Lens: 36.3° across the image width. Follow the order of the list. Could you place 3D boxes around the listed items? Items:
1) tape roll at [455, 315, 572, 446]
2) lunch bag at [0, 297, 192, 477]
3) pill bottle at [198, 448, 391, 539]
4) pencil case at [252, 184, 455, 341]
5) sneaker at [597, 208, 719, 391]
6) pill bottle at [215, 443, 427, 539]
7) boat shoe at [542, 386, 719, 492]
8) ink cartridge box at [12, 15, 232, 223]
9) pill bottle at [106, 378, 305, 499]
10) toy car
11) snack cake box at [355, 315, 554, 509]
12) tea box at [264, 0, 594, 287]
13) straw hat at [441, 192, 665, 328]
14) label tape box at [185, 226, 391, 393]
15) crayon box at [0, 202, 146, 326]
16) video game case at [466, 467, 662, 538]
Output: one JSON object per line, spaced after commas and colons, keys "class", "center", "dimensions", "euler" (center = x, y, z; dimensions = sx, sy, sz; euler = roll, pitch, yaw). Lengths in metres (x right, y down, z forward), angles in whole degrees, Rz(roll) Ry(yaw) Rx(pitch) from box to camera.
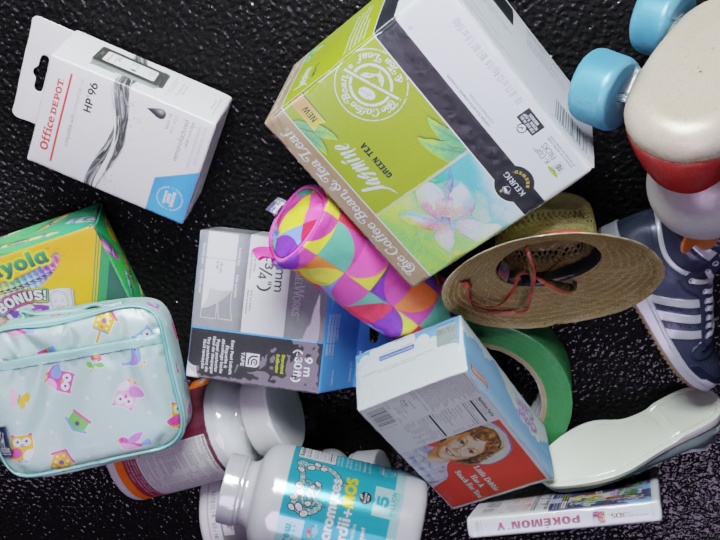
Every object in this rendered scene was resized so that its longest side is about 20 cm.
{"class": "tape roll", "center": [0.118, 0.123, 1.136], "dimensions": [0.198, 0.048, 0.202], "euler": [4, 122, 7]}
{"class": "lunch bag", "center": [-0.274, 0.109, 1.079], "dimensions": [0.198, 0.077, 0.162], "euler": [-11, 101, -2]}
{"class": "pill bottle", "center": [-0.067, 0.258, 1.210], "dimensions": [0.198, 0.114, 0.115], "euler": [-10, 119, 15]}
{"class": "pencil case", "center": [0.000, 0.000, 1.005], "dimensions": [0.088, 0.089, 0.199], "euler": [-37, 128, 27]}
{"class": "sneaker", "center": [0.316, 0.020, 1.028], "dimensions": [0.108, 0.070, 0.201], "euler": [-28, 110, 25]}
{"class": "pill bottle", "center": [-0.039, 0.236, 1.085], "dimensions": [0.198, 0.111, 0.112], "euler": [12, 122, 1]}
{"class": "boat shoe", "center": [0.275, 0.185, 1.114], "dimensions": [0.198, 0.073, 0.062], "euler": [-23, 132, -4]}
{"class": "ink cartridge box", "center": [-0.234, -0.140, 1.023], "dimensions": [0.198, 0.068, 0.117], "euler": [22, 122, -4]}
{"class": "pill bottle", "center": [-0.166, 0.172, 1.177], "dimensions": [0.198, 0.110, 0.110], "euler": [-18, 117, 19]}
{"class": "toy car", "center": [0.292, -0.103, 0.900], "dimensions": [0.183, 0.177, 0.201], "euler": [28, 155, 33]}
{"class": "snack cake box", "center": [0.093, 0.141, 1.053], "dimensions": [0.114, 0.068, 0.200], "euler": [-23, 132, 19]}
{"class": "tea box", "center": [0.062, -0.133, 0.939], "dimensions": [0.196, 0.134, 0.200], "euler": [-34, 111, 27]}
{"class": "straw hat", "center": [0.166, -0.024, 0.985], "dimensions": [0.199, 0.086, 0.202], "euler": [0, 153, 0]}
{"class": "label tape box", "center": [-0.061, 0.040, 1.073], "dimensions": [0.198, 0.063, 0.146], "euler": [7, 94, 6]}
{"class": "crayon box", "center": [-0.333, 0.022, 1.121], "dimensions": [0.198, 0.058, 0.120], "euler": [-18, 117, 5]}
{"class": "video game case", "center": [0.211, 0.233, 1.112], "dimensions": [0.180, 0.200, 0.023], "euler": [-9, 86, 14]}
